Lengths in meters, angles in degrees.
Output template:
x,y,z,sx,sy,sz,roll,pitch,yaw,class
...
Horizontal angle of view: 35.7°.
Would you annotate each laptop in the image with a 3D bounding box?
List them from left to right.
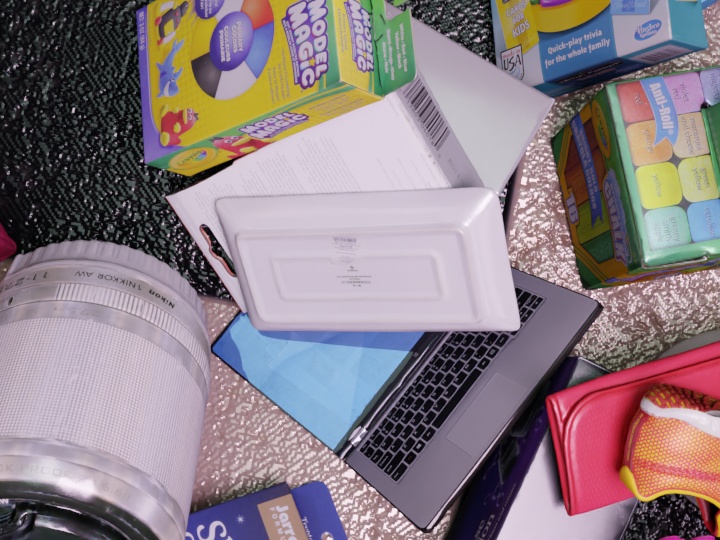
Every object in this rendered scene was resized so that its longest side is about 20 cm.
x,y,z,sx,sy,sz,roll,pitch,yaw,class
0.024,0.042,0.775,0.116,0.200,0.187,42,83,-27,laptop

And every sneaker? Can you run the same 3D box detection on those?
x,y,z,sx,sy,sz,roll,pitch,yaw,class
0.243,0.124,0.667,0.200,0.073,0.077,16,101,-12,sneaker

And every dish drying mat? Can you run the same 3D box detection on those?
x,y,z,sx,sy,sz,roll,pitch,yaw,class
0.209,0.087,0.689,0.200,0.018,0.077,-14,98,-19,dish drying mat

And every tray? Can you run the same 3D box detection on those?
x,y,z,sx,sy,sz,roll,pitch,yaw,class
0.000,0.000,0.739,0.200,0.022,0.108,-1,119,23,tray

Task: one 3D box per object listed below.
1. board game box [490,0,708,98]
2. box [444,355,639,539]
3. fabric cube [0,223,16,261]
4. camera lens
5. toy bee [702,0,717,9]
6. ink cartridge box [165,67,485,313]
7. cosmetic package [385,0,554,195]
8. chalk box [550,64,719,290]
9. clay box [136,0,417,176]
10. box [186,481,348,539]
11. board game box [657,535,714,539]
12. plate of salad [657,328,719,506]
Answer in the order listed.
x,y,z,sx,sy,sz,roll,pitch,yaw,class
0.159,-0.237,0.800,0.047,0.151,0.200,1,81,-41,board game box
0.119,0.163,0.753,0.079,0.141,0.200,26,83,1,box
-0.379,-0.055,0.732,0.200,0.199,0.196,-33,85,-5,fabric cube
-0.180,0.101,0.703,0.160,0.160,0.200,4,45,-2,camera lens
0.251,-0.224,0.822,0.131,0.109,0.200,38,83,1,toy bee
-0.025,-0.050,0.763,0.200,0.050,0.109,-20,110,33,ink cartridge box
0.029,-0.126,0.803,0.200,0.107,0.090,28,84,0,cosmetic package
0.219,-0.064,0.754,0.124,0.200,0.125,-10,83,-3,chalk box
-0.059,-0.144,0.710,0.200,0.048,0.115,-17,72,37,clay box
-0.092,0.221,0.754,0.200,0.032,0.121,-15,68,-22,box
0.247,0.200,0.718,0.200,0.200,0.026,3,66,-9,board game box
0.291,0.100,0.762,0.200,0.048,0.200,-1,41,1,plate of salad
